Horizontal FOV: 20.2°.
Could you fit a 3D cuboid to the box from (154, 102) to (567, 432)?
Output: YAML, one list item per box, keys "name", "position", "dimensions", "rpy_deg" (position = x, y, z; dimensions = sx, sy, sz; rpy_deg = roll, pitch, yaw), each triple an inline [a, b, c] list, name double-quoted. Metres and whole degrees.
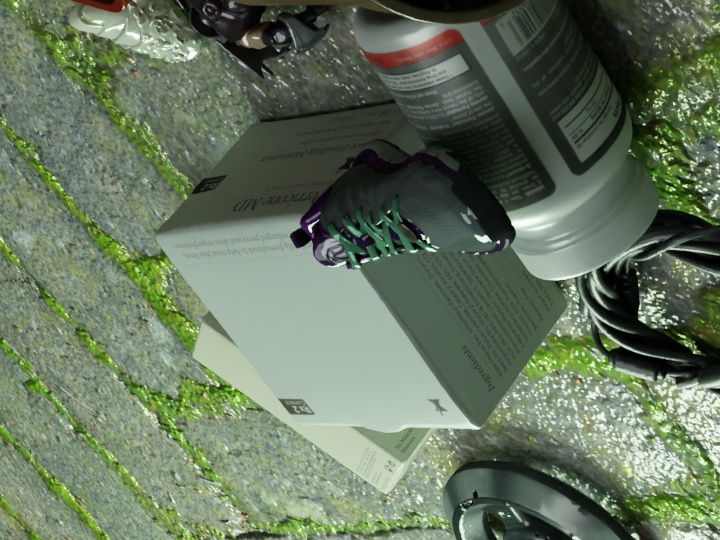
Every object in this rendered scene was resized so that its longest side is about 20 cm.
- name: "box"
  position: [0.000, 0.000, 1.423]
  dimensions: [0.199, 0.131, 0.200]
  rpy_deg: [-4, 130, 49]

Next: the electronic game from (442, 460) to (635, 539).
- name: "electronic game"
  position: [0.155, 0.228, 1.651]
  dimensions: [0.200, 0.042, 0.200]
  rpy_deg: [27, 147, 19]

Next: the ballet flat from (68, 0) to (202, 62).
- name: "ballet flat"
  position: [-0.199, -0.210, 1.424]
  dimensions: [0.200, 0.072, 0.072]
  rpy_deg: [48, 149, -16]

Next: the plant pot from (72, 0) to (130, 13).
- name: "plant pot"
  position: [-0.186, -0.299, 1.177]
  dimensions: [0.200, 0.176, 0.200]
  rpy_deg: [19, 145, 32]

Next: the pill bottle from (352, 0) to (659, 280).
- name: "pill bottle"
  position: [0.091, -0.098, 1.204]
  dimensions: [0.116, 0.116, 0.200]
  rpy_deg: [-1, 131, 49]

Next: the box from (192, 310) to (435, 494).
- name: "box"
  position: [-0.032, 0.084, 1.624]
  dimensions: [0.200, 0.082, 0.068]
  rpy_deg: [34, 150, 6]

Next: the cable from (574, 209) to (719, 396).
- name: "cable"
  position: [0.215, 0.032, 1.290]
  dimensions: [0.163, 0.051, 0.200]
  rpy_deg: [29, 155, 15]

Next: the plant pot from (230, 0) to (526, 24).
- name: "plant pot"
  position: [-0.011, -0.224, 1.085]
  dimensions: [0.200, 0.200, 0.198]
  rpy_deg: [53, 155, -22]

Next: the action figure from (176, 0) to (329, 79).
- name: "action figure"
  position: [-0.069, -0.198, 1.300]
  dimensions: [0.130, 0.069, 0.200]
  rpy_deg: [35, 155, -8]

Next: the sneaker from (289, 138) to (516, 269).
- name: "sneaker"
  position: [0.022, -0.023, 1.193]
  dimensions: [0.074, 0.088, 0.200]
  rpy_deg: [52, 170, -15]
